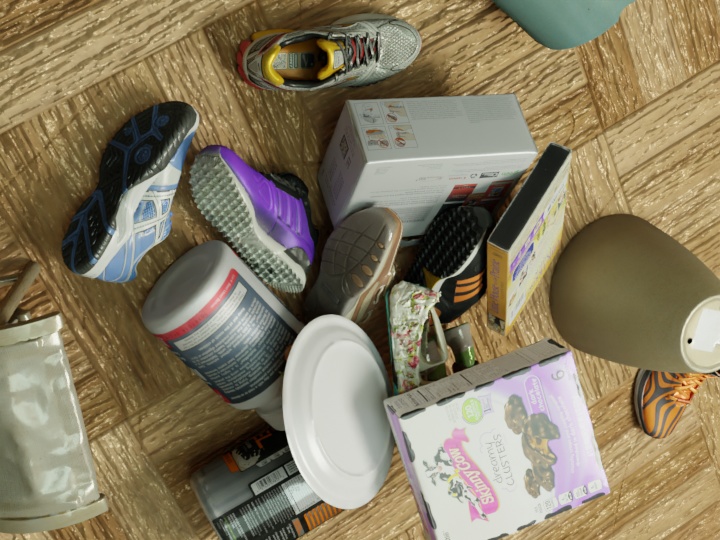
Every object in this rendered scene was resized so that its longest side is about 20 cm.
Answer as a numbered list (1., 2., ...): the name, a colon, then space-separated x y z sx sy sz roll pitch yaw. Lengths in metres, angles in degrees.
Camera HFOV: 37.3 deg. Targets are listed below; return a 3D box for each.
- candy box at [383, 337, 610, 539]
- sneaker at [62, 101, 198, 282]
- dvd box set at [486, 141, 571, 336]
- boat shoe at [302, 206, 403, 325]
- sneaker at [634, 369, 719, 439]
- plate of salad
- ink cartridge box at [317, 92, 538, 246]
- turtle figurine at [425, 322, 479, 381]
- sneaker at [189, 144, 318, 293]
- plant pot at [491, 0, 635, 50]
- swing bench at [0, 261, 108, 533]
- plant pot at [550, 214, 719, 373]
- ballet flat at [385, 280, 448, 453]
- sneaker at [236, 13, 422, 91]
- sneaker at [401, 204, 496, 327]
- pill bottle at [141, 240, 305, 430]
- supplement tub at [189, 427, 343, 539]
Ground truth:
1. candy box: 0.145 0.188 1.136 0.198 0.072 0.169 -20 102 -9
2. sneaker: -0.223 -0.079 1.080 0.201 0.075 0.077 -58 143 -1
3. dvd box set: 0.188 -0.031 1.201 0.147 0.029 0.200 -55 159 -21
4. boat shoe: 0.000 0.000 1.165 0.071 0.076 0.200 -20 155 -39
5. sneaker: 0.428 0.138 1.393 0.077 0.112 0.202 6 103 -24
6. plate of salad: -0.026 0.147 1.118 0.200 0.048 0.202 25 59 -51
7. ink cartridge box: 0.063 -0.104 1.166 0.198 0.084 0.176 -6 151 -21
8. turtle figurine: 0.109 0.175 1.274 0.143 0.200 0.195 -23 89 -8
9. sneaker: -0.103 -0.074 1.123 0.100 0.069 0.201 -62 140 -30
10. plant pot: 0.189 -0.349 1.115 0.196 0.200 0.201 38 89 -34
11. swing bench: -0.336 0.120 1.016 0.129 0.200 0.201 -14 110 -18
12. plant pot: 0.359 0.045 1.288 0.186 0.200 0.189 -6 107 -20
13. ballet flat: 0.065 0.111 1.172 0.063 0.076 0.202 -2 103 13
14. sneaker: -0.024 -0.220 1.114 0.198 0.082 0.079 -15 111 -19
15. sneaker: 0.115 -0.005 1.207 0.089 0.070 0.201 -2 145 -29
16. pill bottle: -0.125 0.076 1.138 0.120 0.120 0.200 -45 116 -5
17. supplement tub: -0.080 0.235 1.202 0.199 0.122 0.123 -29 114 -14
